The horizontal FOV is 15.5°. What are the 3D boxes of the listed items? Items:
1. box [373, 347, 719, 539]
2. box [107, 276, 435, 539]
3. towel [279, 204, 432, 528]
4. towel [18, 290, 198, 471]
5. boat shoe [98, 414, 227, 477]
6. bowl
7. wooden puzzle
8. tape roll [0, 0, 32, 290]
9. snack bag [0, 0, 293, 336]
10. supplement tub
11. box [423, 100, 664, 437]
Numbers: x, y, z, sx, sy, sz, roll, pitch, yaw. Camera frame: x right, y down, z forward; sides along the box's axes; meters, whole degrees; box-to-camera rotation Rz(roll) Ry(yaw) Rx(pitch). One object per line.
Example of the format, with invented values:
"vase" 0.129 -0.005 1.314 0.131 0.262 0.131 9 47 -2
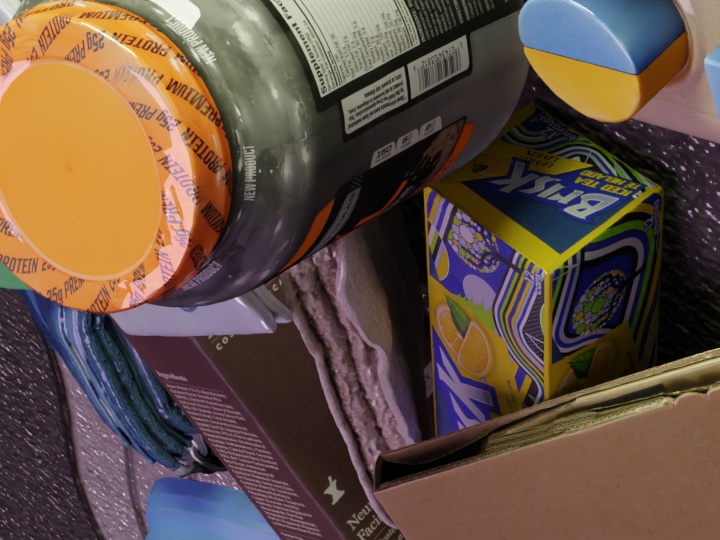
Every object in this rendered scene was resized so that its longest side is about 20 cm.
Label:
"box" 0.117 0.115 1.041 0.163 0.021 0.200 -18 134 16
"box" -0.016 0.058 1.217 0.075 0.100 0.200 6 138 55
"towel" 0.000 0.000 1.075 0.034 0.133 0.200 -8 143 9
"towel" -0.138 0.020 1.331 0.112 0.048 0.200 62 172 -25
"boat shoe" -0.074 0.083 1.364 0.073 0.062 0.200 41 171 -35
"bowl" -0.021 0.162 1.383 0.200 0.040 0.201 19 166 5
"wooden puzzle" 0.102 -0.097 0.825 0.185 0.046 0.200 20 148 43
"tape roll" -0.187 -0.078 1.182 0.200 0.048 0.201 22 145 16
"snack bag" -0.120 -0.052 1.041 0.200 0.021 0.188 52 163 -12
"supplement tub" -0.037 -0.063 0.883 0.122 0.200 0.123 13 115 29
"box" 0.072 0.037 1.040 0.070 0.064 0.200 37 149 32
